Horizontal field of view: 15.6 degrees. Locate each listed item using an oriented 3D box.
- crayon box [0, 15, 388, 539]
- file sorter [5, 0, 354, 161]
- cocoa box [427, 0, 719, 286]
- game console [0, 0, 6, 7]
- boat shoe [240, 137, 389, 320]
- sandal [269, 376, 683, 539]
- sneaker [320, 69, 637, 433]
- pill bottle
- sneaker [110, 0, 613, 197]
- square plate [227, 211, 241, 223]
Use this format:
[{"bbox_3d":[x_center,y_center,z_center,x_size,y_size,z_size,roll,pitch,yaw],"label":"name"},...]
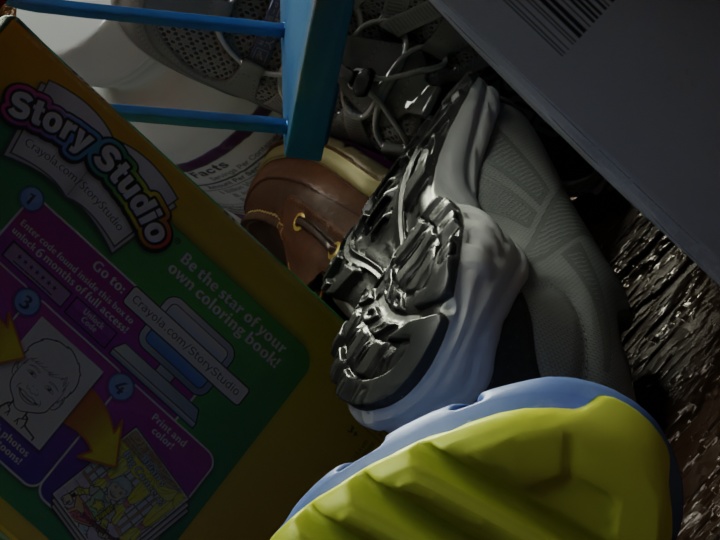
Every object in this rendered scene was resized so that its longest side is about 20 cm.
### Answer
[{"bbox_3d":[-0.073,0.038,0.771,0.119,0.200,0.058,-51,10,-24],"label":"crayon box"},{"bbox_3d":[-0.062,-0.161,0.859,0.139,0.122,0.201,104,168,-46],"label":"file sorter"},{"bbox_3d":[0.118,-0.117,0.725,0.200,0.133,0.131,-47,11,6],"label":"cocoa box"},{"bbox_3d":[-0.180,-0.078,0.749,0.200,0.119,0.173,-35,16,52],"label":"game console"},{"bbox_3d":[0.000,0.000,0.922,0.068,0.072,0.200,-54,25,-9],"label":"boat shoe"},{"bbox_3d":[-0.003,0.091,0.617,0.200,0.079,0.087,-42,6,25],"label":"sandal"},{"bbox_3d":[0.038,0.006,0.753,0.074,0.079,0.200,-55,13,19],"label":"sneaker"},{"bbox_3d":[-0.036,-0.078,1.047,0.112,0.200,0.113,-27,48,35],"label":"pill bottle"},{"bbox_3d":[0.009,-0.078,0.936,0.082,0.199,0.075,-109,36,-70],"label":"sneaker"},{"bbox_3d":[-0.093,0.023,1.137,0.200,0.028,0.199,-54,-29,-38],"label":"square plate"}]
